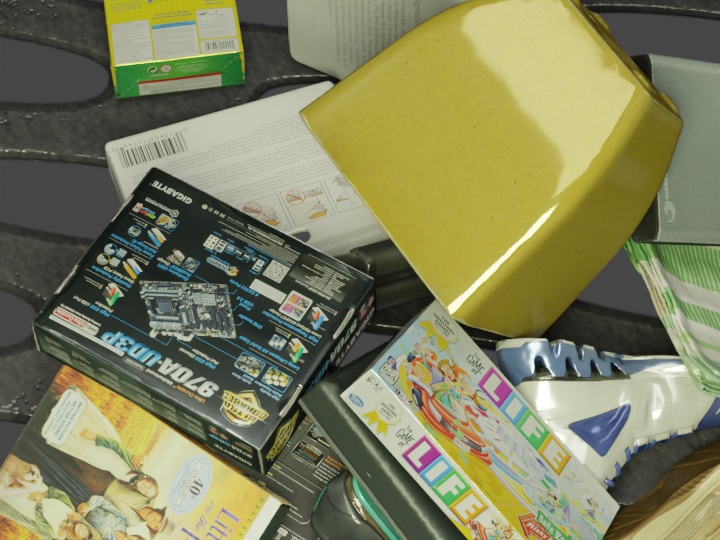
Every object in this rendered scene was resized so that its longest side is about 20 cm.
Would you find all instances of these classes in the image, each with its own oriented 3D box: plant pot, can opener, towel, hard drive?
[{"bbox_3d":[0.115,-0.092,1.428,0.200,0.195,0.195,-41,71,12],"label":"plant pot"},{"bbox_3d":[0.000,0.000,1.548,0.199,0.054,0.067,-14,25,-32],"label":"can opener"},{"bbox_3d":[0.278,0.030,1.515,0.152,0.023,0.201,16,35,-31],"label":"towel"},{"bbox_3d":[0.277,-0.089,1.546,0.199,0.033,0.141,1,86,-44],"label":"hard drive"},{"bbox_3d":[0.056,0.144,1.394,0.200,0.033,0.139,53,30,7],"label":"hard drive"}]

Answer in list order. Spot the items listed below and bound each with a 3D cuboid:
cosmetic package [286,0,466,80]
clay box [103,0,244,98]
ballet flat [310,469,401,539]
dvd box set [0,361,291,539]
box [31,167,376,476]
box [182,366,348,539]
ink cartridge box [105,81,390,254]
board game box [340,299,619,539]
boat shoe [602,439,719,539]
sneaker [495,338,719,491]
[{"bbox_3d":[0.061,-0.248,1.672,0.199,0.165,0.165,25,59,16],"label":"cosmetic package"},{"bbox_3d":[-0.169,-0.245,1.739,0.114,0.048,0.201,-7,55,-5],"label":"clay box"},{"bbox_3d":[0.038,0.226,1.397,0.200,0.073,0.073,48,63,-5],"label":"ballet flat"},{"bbox_3d":[-0.167,0.176,1.422,0.199,0.029,0.147,32,89,19],"label":"dvd box set"},{"bbox_3d":[-0.111,0.032,1.434,0.199,0.046,0.159,26,63,16],"label":"box"},{"bbox_3d":[-0.075,0.128,1.482,0.199,0.048,0.159,30,59,18],"label":"box"},{"bbox_3d":[-0.088,-0.054,1.609,0.199,0.045,0.177,-17,56,-11],"label":"ink cartridge box"},{"bbox_3d":[0.086,0.126,1.370,0.200,0.034,0.134,48,29,-1],"label":"board game box"},{"bbox_3d":[0.247,0.179,1.449,0.199,0.071,0.065,-31,96,-25],"label":"boat shoe"},{"bbox_3d":[0.189,0.119,1.481,0.198,0.081,0.116,8,81,-16],"label":"sneaker"}]
